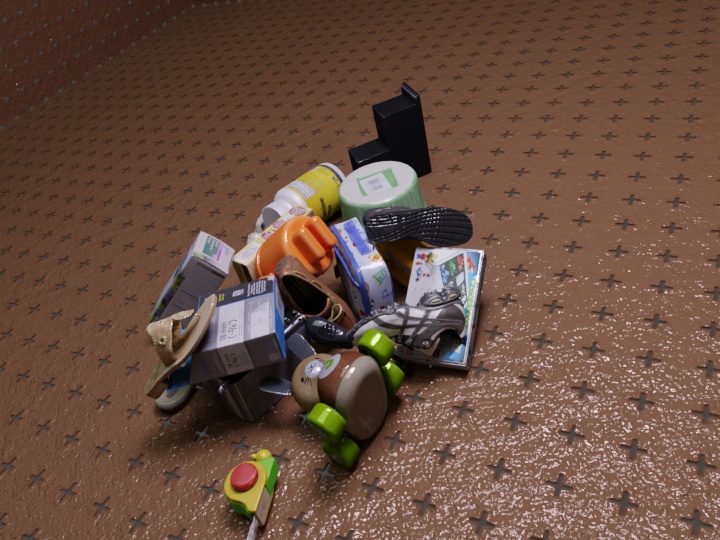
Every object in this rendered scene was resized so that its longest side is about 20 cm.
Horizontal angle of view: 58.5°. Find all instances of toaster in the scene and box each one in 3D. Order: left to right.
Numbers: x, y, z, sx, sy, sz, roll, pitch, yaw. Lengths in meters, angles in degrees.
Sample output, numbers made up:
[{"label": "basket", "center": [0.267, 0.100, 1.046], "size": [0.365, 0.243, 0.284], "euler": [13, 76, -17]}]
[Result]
[{"label": "toaster", "center": [-0.199, 0.143, 1.115], "size": [0.179, 0.121, 0.199], "euler": [22, 51, 41]}]

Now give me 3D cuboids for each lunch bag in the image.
[{"label": "lunch bag", "center": [0.000, 0.000, 1.184], "size": [0.074, 0.163, 0.201], "euler": [-21, 37, -9]}]

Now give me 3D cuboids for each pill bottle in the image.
[{"label": "pill bottle", "center": [-0.123, -0.151, 1.451], "size": [0.111, 0.115, 0.199], "euler": [19, 44, 38]}]

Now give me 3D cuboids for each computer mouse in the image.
[{"label": "computer mouse", "center": [-0.007, 0.132, 1.059], "size": [0.196, 0.059, 0.034], "euler": [25, 62, 6]}]

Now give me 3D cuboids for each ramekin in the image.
[{"label": "ramekin", "center": [0.045, -0.154, 1.412], "size": [0.195, 0.099, 0.202], "euler": [-10, 37, 8]}]

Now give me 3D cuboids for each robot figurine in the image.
[{"label": "robot figurine", "center": [-0.126, -0.025, 1.191], "size": [0.199, 0.115, 0.147], "euler": [-32, 50, 49]}]

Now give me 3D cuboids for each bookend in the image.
[{"label": "bookend", "center": [0.051, -0.300, 1.512], "size": [0.196, 0.202, 0.093], "euler": [-23, 39, -8]}]

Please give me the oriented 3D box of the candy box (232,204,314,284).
[{"label": "candy box", "center": [-0.164, -0.030, 1.323], "size": [0.055, 0.117, 0.200], "euler": [19, 49, 37]}]

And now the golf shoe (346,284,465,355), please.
[{"label": "golf shoe", "center": [0.076, 0.095, 1.016], "size": [0.195, 0.097, 0.078], "euler": [-18, -8, -3]}]

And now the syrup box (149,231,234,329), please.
[{"label": "syrup box", "center": [-0.328, 0.030, 1.250], "size": [0.201, 0.080, 0.080], "euler": [-50, 23, 30]}]

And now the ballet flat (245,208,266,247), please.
[{"label": "ballet flat", "center": [-0.226, -0.072, 1.444], "size": [0.074, 0.065, 0.202], "euler": [-6, 39, 13]}]

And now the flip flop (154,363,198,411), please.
[{"label": "flip flop", "center": [-0.322, 0.166, 1.184], "size": [0.079, 0.058, 0.202], "euler": [0, 40, 21]}]

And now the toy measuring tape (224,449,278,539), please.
[{"label": "toy measuring tape", "center": [-0.168, 0.338, 0.900], "size": [0.072, 0.075, 0.202], "euler": [-4, 38, 16]}]

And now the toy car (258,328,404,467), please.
[{"label": "toy car", "center": [-0.060, 0.167, 0.986], "size": [0.197, 0.159, 0.165], "euler": [20, 59, 31]}]

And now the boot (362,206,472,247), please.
[{"label": "boot", "center": [0.101, -0.092, 1.170], "size": [0.194, 0.072, 0.132], "euler": [5, 14, 0]}]

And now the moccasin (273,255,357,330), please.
[{"label": "moccasin", "center": [-0.070, 0.061, 1.107], "size": [0.073, 0.203, 0.078], "euler": [-31, 29, 8]}]

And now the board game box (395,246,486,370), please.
[{"label": "board game box", "center": [0.137, 0.060, 1.089], "size": [0.123, 0.035, 0.205], "euler": [4, 69, 25]}]

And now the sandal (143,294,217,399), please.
[{"label": "sandal", "center": [-0.298, 0.111, 0.977], "size": [0.213, 0.069, 0.078], "euler": [-52, 27, 24]}]

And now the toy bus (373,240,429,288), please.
[{"label": "toy bus", "center": [0.104, -0.008, 1.207], "size": [0.065, 0.079, 0.199], "euler": [-34, 55, -23]}]

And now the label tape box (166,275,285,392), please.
[{"label": "label tape box", "center": [-0.222, 0.098, 1.028], "size": [0.195, 0.064, 0.146], "euler": [-15, 37, 2]}]
